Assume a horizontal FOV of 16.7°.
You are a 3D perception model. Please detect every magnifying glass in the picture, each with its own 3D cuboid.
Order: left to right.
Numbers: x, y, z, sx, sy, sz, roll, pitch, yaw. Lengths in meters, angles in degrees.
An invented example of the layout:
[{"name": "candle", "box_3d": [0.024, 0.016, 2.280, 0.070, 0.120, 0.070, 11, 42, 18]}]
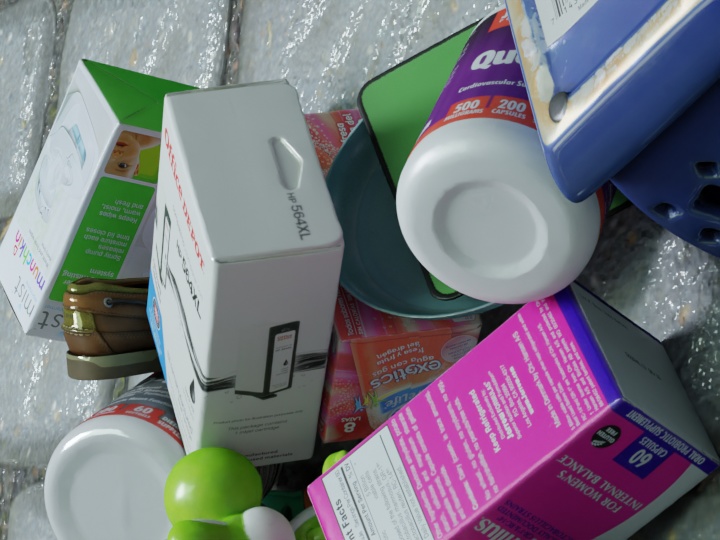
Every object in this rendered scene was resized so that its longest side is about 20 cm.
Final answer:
[{"name": "magnifying glass", "box_3d": [-0.044, 0.169, 1.686, 0.200, 0.022, 0.080, -39, 48, 45]}]

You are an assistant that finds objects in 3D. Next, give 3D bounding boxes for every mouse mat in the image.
[{"name": "mouse mat", "box_3d": [0.089, -0.083, 1.480, 0.160, 0.008, 0.201, -28, 47, 8]}]

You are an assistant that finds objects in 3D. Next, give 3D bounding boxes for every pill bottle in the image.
[{"name": "pill bottle", "box_3d": [-0.119, 0.125, 1.642, 0.115, 0.200, 0.117, 6, 107, 19]}, {"name": "pill bottle", "box_3d": [0.096, -0.079, 1.369, 0.113, 0.112, 0.200, -49, 10, 39]}]

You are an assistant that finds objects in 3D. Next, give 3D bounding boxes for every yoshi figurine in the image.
[{"name": "yoshi figurine", "box_3d": [-0.041, 0.153, 1.511, 0.112, 0.199, 0.113, 28, 107, 52]}]

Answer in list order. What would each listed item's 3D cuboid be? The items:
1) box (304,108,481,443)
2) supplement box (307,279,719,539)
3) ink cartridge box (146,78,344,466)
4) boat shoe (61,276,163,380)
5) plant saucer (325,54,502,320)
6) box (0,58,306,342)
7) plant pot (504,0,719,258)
[{"name": "box", "box_3d": [0.000, 0.000, 1.575, 0.103, 0.094, 0.201, 100, 158, -47]}, {"name": "supplement box", "box_3d": [0.083, 0.115, 1.368, 0.200, 0.101, 0.104, -40, 45, 19]}, {"name": "ink cartridge box", "box_3d": [-0.074, 0.004, 1.507, 0.201, 0.084, 0.147, 98, 159, -47]}, {"name": "boat shoe", "box_3d": [-0.108, 0.024, 1.659, 0.072, 0.199, 0.068, 8, 106, 54]}, {"name": "plant saucer", "box_3d": [0.069, -0.050, 1.489, 0.199, 0.027, 0.201, -15, 51, 19]}, {"name": "box", "box_3d": [-0.130, -0.034, 1.721, 0.177, 0.199, 0.097, -63, 35, 21]}, {"name": "plant pot", "box_3d": [0.187, -0.138, 1.266, 0.200, 0.179, 0.201, -44, 46, 42]}]
